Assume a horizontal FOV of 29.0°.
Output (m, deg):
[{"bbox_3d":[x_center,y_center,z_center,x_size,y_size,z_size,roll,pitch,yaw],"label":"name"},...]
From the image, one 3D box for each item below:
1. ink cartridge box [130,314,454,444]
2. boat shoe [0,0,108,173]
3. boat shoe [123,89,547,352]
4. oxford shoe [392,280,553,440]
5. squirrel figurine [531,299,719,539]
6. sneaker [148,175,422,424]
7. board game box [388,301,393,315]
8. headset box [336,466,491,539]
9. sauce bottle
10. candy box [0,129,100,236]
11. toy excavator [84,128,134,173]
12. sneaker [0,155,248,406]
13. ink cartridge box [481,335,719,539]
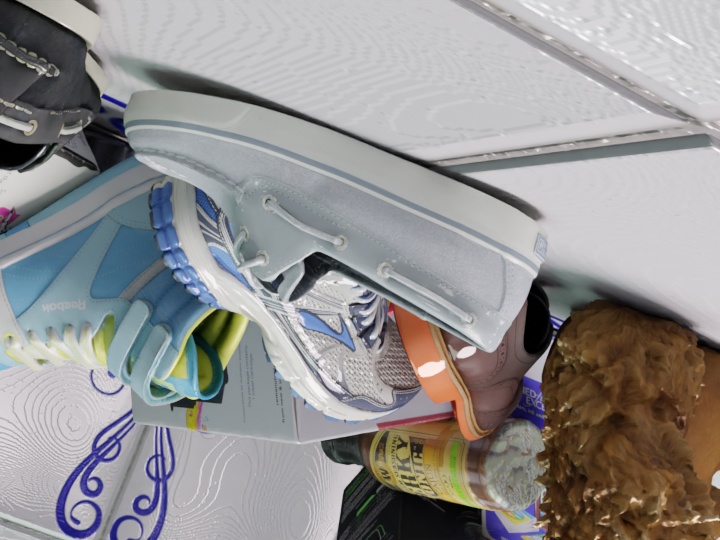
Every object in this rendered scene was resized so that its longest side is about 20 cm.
[{"bbox_3d":[-0.049,0.063,0.956,0.145,0.084,0.199,-5,-179,-39],"label":"ink cartridge box"},{"bbox_3d":[-0.152,-0.078,0.609,0.071,0.068,0.200,21,175,-9],"label":"boat shoe"},{"bbox_3d":[-0.021,-0.020,0.602,0.199,0.072,0.070,21,173,12],"label":"boat shoe"},{"bbox_3d":[0.076,0.046,0.758,0.072,0.072,0.200,-21,165,9],"label":"oxford shoe"},{"bbox_3d":[0.132,0.122,0.727,0.140,0.188,0.200,19,172,24],"label":"squirrel figurine"},{"bbox_3d":[-0.016,0.010,0.713,0.085,0.078,0.200,-26,134,25],"label":"sneaker"},{"bbox_3d":[0.000,0.000,0.811,0.198,0.039,0.158,23,173,-14],"label":"board game box"},{"bbox_3d":[0.073,0.229,1.059,0.174,0.093,0.200,37,-161,-9],"label":"headset box"},{"bbox_3d":[0.045,0.127,0.976,0.064,0.065,0.199,26,164,-33],"label":"sauce bottle"},{"bbox_3d":[-0.252,-0.064,0.709,0.200,0.136,0.061,32,-156,-49],"label":"candy box"},{"bbox_3d":[-0.141,-0.031,0.890,0.193,0.101,0.200,19,-174,19],"label":"toy excavator"},{"bbox_3d":[-0.147,0.037,0.743,0.131,0.199,0.080,57,-175,21],"label":"sneaker"},{"bbox_3d":[0.165,0.129,0.925,0.197,0.043,0.202,21,129,38],"label":"ink cartridge box"}]
